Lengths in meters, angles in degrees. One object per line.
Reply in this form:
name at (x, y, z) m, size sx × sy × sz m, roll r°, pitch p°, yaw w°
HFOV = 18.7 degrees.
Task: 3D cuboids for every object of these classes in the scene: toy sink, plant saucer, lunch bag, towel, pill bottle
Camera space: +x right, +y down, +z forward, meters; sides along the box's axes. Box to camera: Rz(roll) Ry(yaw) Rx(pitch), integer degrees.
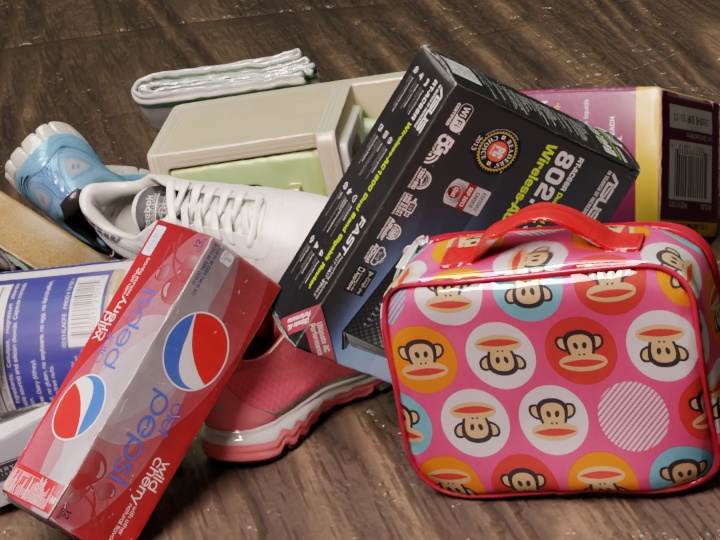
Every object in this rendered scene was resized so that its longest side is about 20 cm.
toy sink at (-0.043, -0.059, 1.644) m, size 0.200 × 0.130 × 0.112 m, roll -7°, pitch 24°, yaw 11°
plant saucer at (-0.248, -0.027, 1.612) m, size 0.035 × 0.200 × 0.200 m, roll -57°, pitch 34°, yaw -4°
lunch bag at (0.113, 0.042, 1.279) m, size 0.200 × 0.176 × 0.082 m, roll -3°, pitch 26°, yaw 21°
towel at (-0.087, -0.121, 1.769) m, size 0.149 × 0.031 × 0.200 m, roll -6°, pitch -19°, yaw 12°
pill bottle at (-0.223, 0.056, 1.493) m, size 0.200 × 0.116 × 0.116 m, roll -5°, pitch 25°, yaw 17°

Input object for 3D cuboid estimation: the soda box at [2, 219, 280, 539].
soda box at (-0.135, 0.073, 1.345) m, size 0.063 × 0.070 × 0.200 m, roll 18°, pitch 74°, yaw 49°

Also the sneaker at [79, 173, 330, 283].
sneaker at (-0.097, -0.029, 1.479) m, size 0.200 × 0.080 × 0.076 m, roll 0°, pitch 65°, yaw 31°

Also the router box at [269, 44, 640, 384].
router box at (0.057, -0.020, 1.360) m, size 0.150 × 0.200 × 0.062 m, roll 21°, pitch 20°, yaw -30°

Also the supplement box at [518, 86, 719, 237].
supplement box at (0.143, -0.075, 1.565) m, size 0.200 × 0.103 × 0.131 m, roll 0°, pitch 0°, yaw 26°

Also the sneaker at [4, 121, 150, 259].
sneaker at (-0.185, -0.035, 1.650) m, size 0.078 × 0.200 × 0.090 m, roll -48°, pitch 56°, yaw 9°

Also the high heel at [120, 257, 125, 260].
high heel at (-0.085, -0.006, 1.529) m, size 0.096 × 0.067 × 0.200 m, roll 18°, pitch -32°, yaw -36°

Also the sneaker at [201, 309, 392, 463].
sneaker at (-0.033, 0.049, 1.449) m, size 0.074 × 0.087 × 0.200 m, roll 9°, pitch 31°, yaw 39°

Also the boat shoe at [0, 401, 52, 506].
boat shoe at (-0.210, 0.113, 1.421) m, size 0.200 × 0.069 × 0.057 m, roll -14°, pitch 23°, yaw 1°

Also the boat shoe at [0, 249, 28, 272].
boat shoe at (-0.284, 0.011, 1.684) m, size 0.074 × 0.067 × 0.200 m, roll -18°, pitch 24°, yaw -12°
